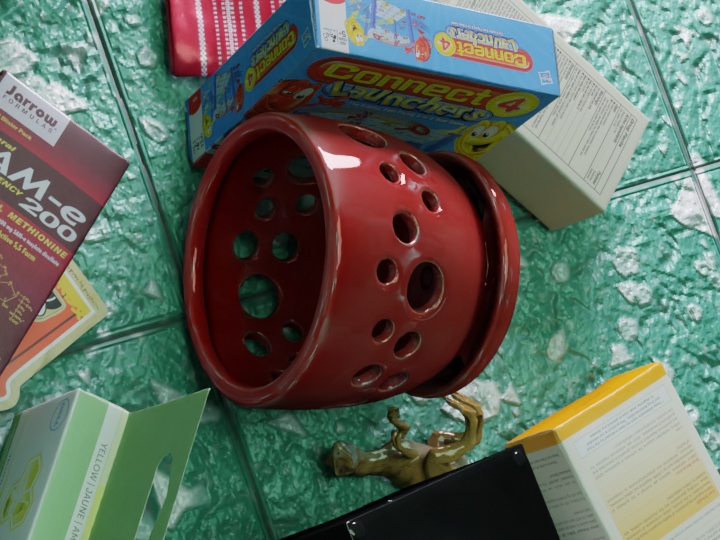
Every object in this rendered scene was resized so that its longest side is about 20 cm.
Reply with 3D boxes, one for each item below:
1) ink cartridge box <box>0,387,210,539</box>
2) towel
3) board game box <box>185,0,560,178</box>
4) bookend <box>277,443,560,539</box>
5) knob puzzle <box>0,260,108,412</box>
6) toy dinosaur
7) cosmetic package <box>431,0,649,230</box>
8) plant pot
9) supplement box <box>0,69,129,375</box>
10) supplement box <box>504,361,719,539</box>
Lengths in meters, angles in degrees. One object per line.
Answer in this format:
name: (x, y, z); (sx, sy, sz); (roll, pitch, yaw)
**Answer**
ink cartridge box: (-0.178, 0.145, 1.257); (0.048, 0.200, 0.146); (27, 64, -24)
towel: (-0.049, -0.216, 1.502); (0.199, 0.022, 0.145); (-4, 76, -4)
board game box: (0.006, -0.123, 1.448); (0.199, 0.196, 0.056); (8, 65, -28)
bookend: (-0.002, 0.209, 1.369); (0.198, 0.200, 0.093); (-17, 83, -51)
knob puzzle: (-0.285, 0.009, 1.336); (0.219, 0.030, 0.221); (9, 71, -29)
toy dinosaur: (0.063, 0.147, 1.497); (0.199, 0.060, 0.107); (25, 97, -21)
cosmetic package: (0.120, -0.136, 1.587); (0.200, 0.073, 0.104); (42, 59, -19)
plant pot: (0.000, 0.000, 1.410); (0.182, 0.200, 0.202); (7, 72, -32)
supplement box: (-0.246, -0.018, 1.313); (0.109, 0.061, 0.201); (36, 59, -16)
supplement box: (0.214, 0.189, 1.552); (0.126, 0.073, 0.201); (-27, 90, -34)
